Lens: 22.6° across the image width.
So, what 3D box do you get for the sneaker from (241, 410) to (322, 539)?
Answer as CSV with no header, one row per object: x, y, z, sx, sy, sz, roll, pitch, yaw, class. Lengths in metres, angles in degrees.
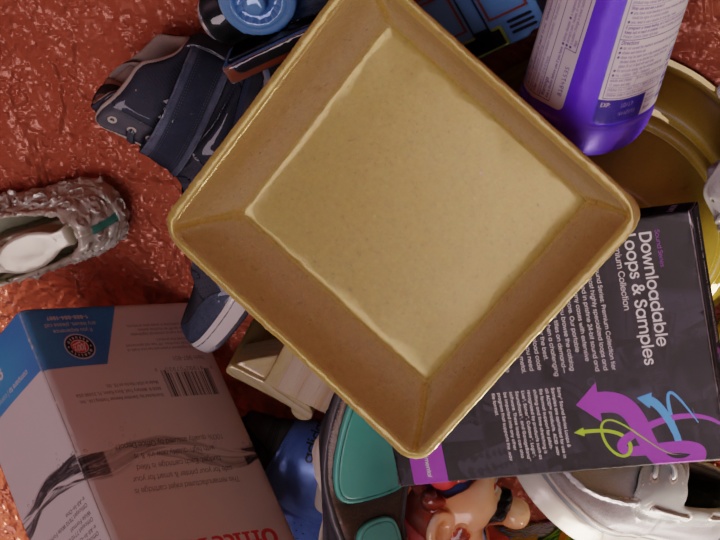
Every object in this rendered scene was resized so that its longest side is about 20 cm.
-0.064,0.186,1.276,0.110,0.077,0.201,13,124,7,sneaker

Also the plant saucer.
0.024,-0.032,0.988,0.200,0.048,0.200,42,114,5,plant saucer

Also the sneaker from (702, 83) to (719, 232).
0.234,-0.029,1.016,0.080,0.070,0.202,6,113,16,sneaker

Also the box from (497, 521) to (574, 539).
0.076,0.283,1.215,0.191,0.200,0.123,-10,118,25,box

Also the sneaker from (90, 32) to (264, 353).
-0.110,-0.054,1.128,0.145,0.077,0.203,22,117,-10,sneaker

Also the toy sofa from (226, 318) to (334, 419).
0.000,0.000,1.128,0.097,0.083,0.201,26,128,-2,toy sofa

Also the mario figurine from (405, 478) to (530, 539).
0.080,0.114,1.154,0.106,0.123,0.202,18,115,39,mario figurine

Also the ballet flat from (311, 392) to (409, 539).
-0.003,0.140,1.121,0.073,0.073,0.202,2,102,18,ballet flat

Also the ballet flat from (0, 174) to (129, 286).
-0.248,-0.017,1.216,0.199,0.072,0.072,-16,115,28,ballet flat

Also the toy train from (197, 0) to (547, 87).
0.008,-0.158,1.016,0.199,0.087,0.115,-23,116,20,toy train

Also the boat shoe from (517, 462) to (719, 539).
0.174,0.131,1.127,0.200,0.070,0.072,21,121,-45,boat shoe

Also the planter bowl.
0.140,-0.025,1.067,0.199,0.084,0.202,9,124,13,planter bowl

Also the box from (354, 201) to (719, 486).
0.105,0.044,1.027,0.199,0.036,0.144,-6,102,22,box

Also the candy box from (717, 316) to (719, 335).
0.279,0.030,1.090,0.102,0.026,0.201,31,126,2,candy box

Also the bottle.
0.141,-0.162,0.948,0.065,0.083,0.201,31,125,26,bottle

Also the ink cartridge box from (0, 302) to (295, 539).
-0.147,0.128,1.169,0.084,0.145,0.201,-44,62,35,ink cartridge box
